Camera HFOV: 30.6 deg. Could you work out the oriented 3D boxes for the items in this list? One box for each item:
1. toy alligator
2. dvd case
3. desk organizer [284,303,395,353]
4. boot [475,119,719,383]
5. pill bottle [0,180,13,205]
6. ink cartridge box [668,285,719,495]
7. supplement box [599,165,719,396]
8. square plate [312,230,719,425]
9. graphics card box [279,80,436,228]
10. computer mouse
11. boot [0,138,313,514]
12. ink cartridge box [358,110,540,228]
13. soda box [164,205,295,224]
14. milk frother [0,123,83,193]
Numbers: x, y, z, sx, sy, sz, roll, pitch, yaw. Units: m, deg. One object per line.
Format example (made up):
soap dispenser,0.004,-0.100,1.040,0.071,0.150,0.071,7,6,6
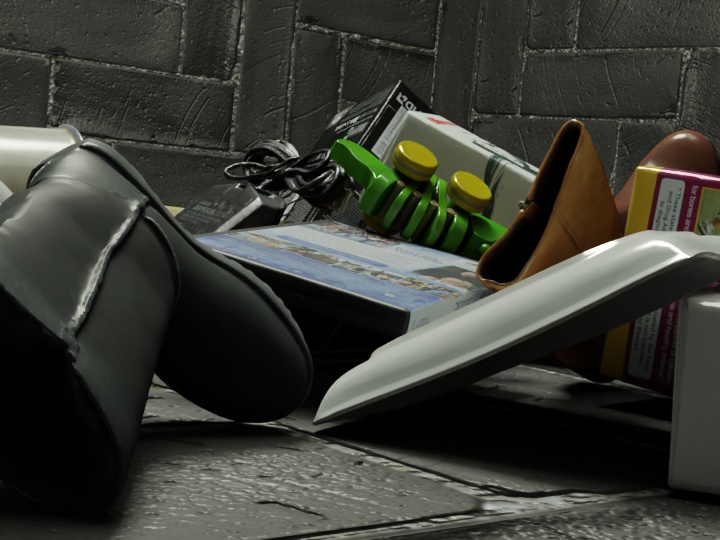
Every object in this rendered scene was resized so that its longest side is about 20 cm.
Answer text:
toy alligator,0.064,-0.025,0.866,0.199,0.059,0.054,30,31,-5
dvd case,0.000,0.000,0.757,0.142,0.018,0.200,16,12,22
desk organizer,0.003,0.025,0.888,0.199,0.072,0.077,2,8,-45
boot,0.150,-0.041,0.812,0.068,0.189,0.200,32,-6,35
pill bottle,-0.217,-0.003,0.645,0.112,0.114,0.200,4,4,-20
ink cartridge box,0.243,0.059,0.579,0.198,0.085,0.145,7,3,19
supplement box,0.253,0.020,0.748,0.199,0.132,0.103,16,9,40
square plate,0.096,0.023,0.663,0.199,0.029,0.198,-26,-11,24
graphics card box,-0.027,-0.063,1.129,0.051,0.201,0.125,39,-25,-17
computer mouse,-0.100,-0.013,0.924,0.200,0.053,0.138,-38,29,-17
boot,-0.085,0.033,0.514,0.165,0.066,0.200,43,9,-13
ink cartridge box,0.114,-0.043,1.021,0.199,0.084,0.147,29,10,8
soda box,-0.108,-0.003,1.022,0.199,0.068,0.064,9,-21,47
milk frother,-0.311,-0.083,0.936,0.187,0.202,0.180,0,-11,-33
